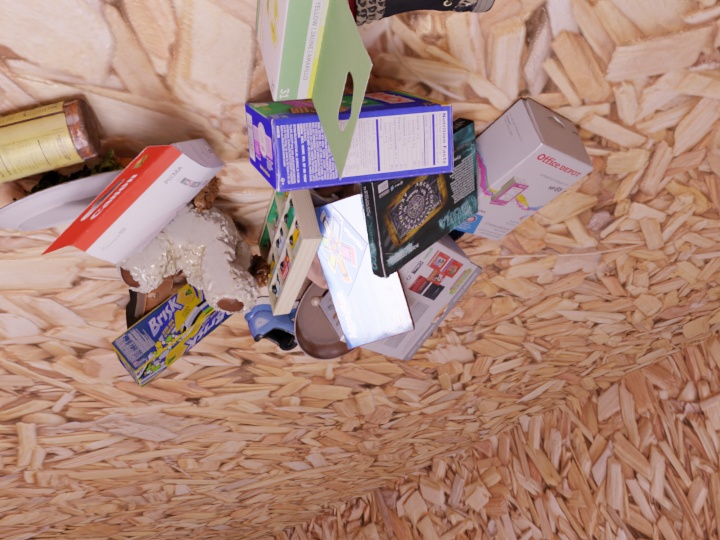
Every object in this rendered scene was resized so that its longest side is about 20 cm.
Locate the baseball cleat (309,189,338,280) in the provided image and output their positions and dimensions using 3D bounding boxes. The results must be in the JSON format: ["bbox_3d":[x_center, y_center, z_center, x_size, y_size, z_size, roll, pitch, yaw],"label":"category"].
[{"bbox_3d":[-0.040,-0.042,1.039,0.199,0.069,0.108,34,87,-46],"label":"baseball cleat"}]

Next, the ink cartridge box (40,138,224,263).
[{"bbox_3d":[-0.239,-0.071,0.778,0.162,0.057,0.200,-42,-169,11],"label":"ink cartridge box"}]

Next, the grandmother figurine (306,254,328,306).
[{"bbox_3d":[-0.045,0.005,1.147,0.122,0.060,0.200,-52,139,-8],"label":"grandmother figurine"}]

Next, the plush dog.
[{"bbox_3d":[-0.213,-0.026,0.977,0.194,0.165,0.172,12,168,4],"label":"plush dog"}]

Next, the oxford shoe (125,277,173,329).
[{"bbox_3d":[-0.335,0.072,1.127,0.070,0.073,0.201,-7,151,-30],"label":"oxford shoe"}]

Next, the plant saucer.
[{"bbox_3d":[-0.038,0.064,1.251,0.196,0.032,0.205,-21,130,-27],"label":"plant saucer"}]

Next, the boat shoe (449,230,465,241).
[{"bbox_3d":[0.088,-0.053,1.159,0.195,0.074,0.072,-22,172,0],"label":"boat shoe"}]

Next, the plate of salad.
[{"bbox_3d":[-0.328,-0.091,0.808,0.195,0.049,0.200,-20,-177,1],"label":"plate of salad"}]

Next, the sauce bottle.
[{"bbox_3d":[-0.375,-0.126,0.737,0.194,0.068,0.066,-14,154,-3],"label":"sauce bottle"}]

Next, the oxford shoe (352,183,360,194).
[{"bbox_3d":[0.022,-0.134,0.971,0.073,0.059,0.202,-11,151,-9],"label":"oxford shoe"}]

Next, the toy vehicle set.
[{"bbox_3d":[-0.103,-0.042,0.989,0.026,0.127,0.201,-5,150,-22],"label":"toy vehicle set"}]

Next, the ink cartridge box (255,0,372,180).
[{"bbox_3d":[-0.050,-0.204,0.631,0.047,0.205,0.147,-7,152,-17],"label":"ink cartridge box"}]

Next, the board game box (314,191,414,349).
[{"bbox_3d":[0.000,0.000,0.975,0.100,0.205,0.019,-16,-167,7],"label":"board game box"}]

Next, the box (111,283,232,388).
[{"bbox_3d":[-0.279,0.083,1.087,0.199,0.064,0.071,-40,163,-25],"label":"box"}]

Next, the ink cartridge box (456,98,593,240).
[{"bbox_3d":[0.220,-0.141,1.045,0.142,0.086,0.199,9,142,-41],"label":"ink cartridge box"}]

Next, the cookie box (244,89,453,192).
[{"bbox_3d":[-0.017,-0.150,0.787,0.194,0.171,0.077,-8,110,-17],"label":"cookie box"}]

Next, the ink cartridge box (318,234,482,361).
[{"bbox_3d":[0.064,0.025,1.077,0.174,0.084,0.201,24,110,-46],"label":"ink cartridge box"}]

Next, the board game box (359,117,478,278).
[{"bbox_3d":[0.082,-0.096,0.917,0.198,0.028,0.138,-34,130,-33],"label":"board game box"}]

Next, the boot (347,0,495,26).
[{"bbox_3d":[0.061,-0.311,0.645,0.149,0.075,0.205,-12,153,-6],"label":"boot"}]

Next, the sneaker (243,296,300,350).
[{"bbox_3d":[-0.121,0.106,1.296,0.196,0.091,0.079,3,149,-35],"label":"sneaker"}]
